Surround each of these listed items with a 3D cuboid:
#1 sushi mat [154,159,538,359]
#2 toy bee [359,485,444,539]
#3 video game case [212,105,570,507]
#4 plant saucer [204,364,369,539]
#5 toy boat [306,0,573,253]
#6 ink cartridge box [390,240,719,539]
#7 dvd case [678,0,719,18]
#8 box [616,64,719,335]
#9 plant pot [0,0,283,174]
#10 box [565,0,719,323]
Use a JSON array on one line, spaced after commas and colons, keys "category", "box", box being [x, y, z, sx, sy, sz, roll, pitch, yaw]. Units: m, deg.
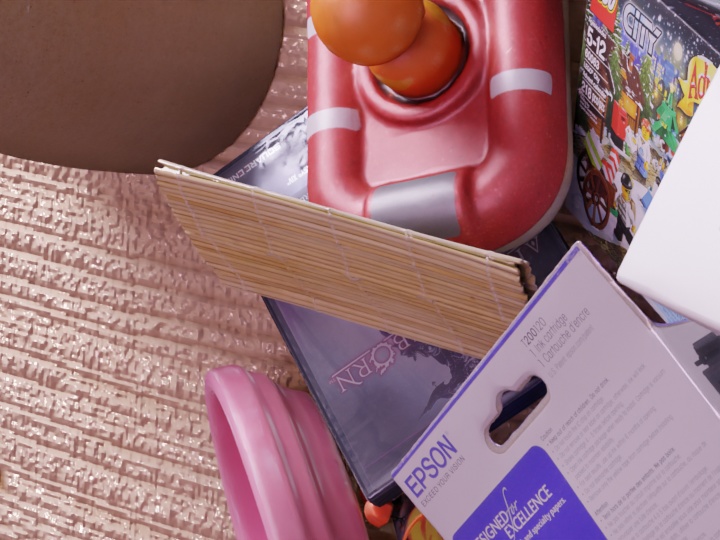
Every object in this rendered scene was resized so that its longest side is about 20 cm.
[{"category": "sushi mat", "box": [0.000, 0.000, 1.051, 0.199, 0.096, 0.012, 16, 64, 29]}, {"category": "toy bee", "box": [0.045, 0.138, 1.120, 0.131, 0.108, 0.202, -162, 82, -77]}, {"category": "video game case", "box": [0.021, -0.007, 1.108, 0.142, 0.019, 0.201, -35, 59, 10]}, {"category": "plant saucer", "box": [-0.028, 0.141, 1.151, 0.050, 0.201, 0.202, -16, 87, -8]}, {"category": "toy boat", "box": [0.021, -0.107, 1.056, 0.130, 0.131, 0.202, -11, 67, 24]}, {"category": "ink cartridge box", "box": [0.120, 0.110, 0.970, 0.200, 0.043, 0.198, 52, 140, 14]}, {"category": "dvd case", "box": [0.190, -0.133, 0.766, 0.199, 0.022, 0.147, 28, 91, 26]}, {"category": "box", "box": [0.213, 0.012, 0.822, 0.124, 0.199, 0.098, 28, 92, 53]}, {"category": "plant pot", "box": [-0.172, -0.133, 1.175, 0.186, 0.199, 0.189, 7, 102, 34]}, {"category": "box", "box": [0.150, -0.042, 0.981, 0.200, 0.037, 0.138, -125, 32, -53]}]
